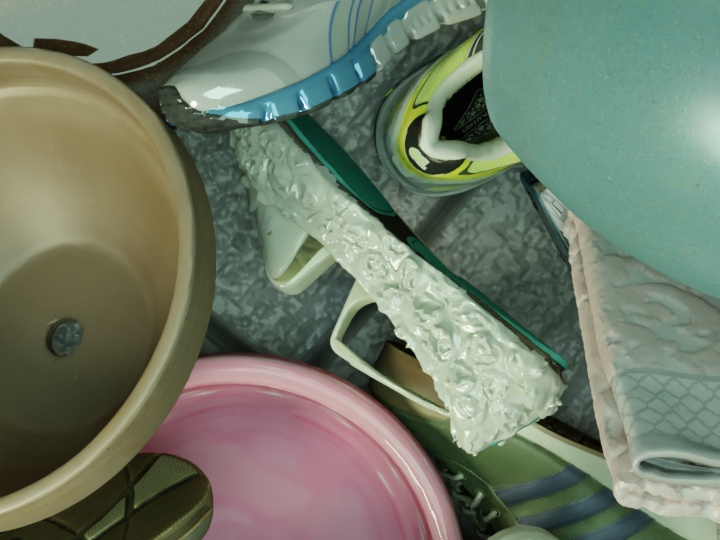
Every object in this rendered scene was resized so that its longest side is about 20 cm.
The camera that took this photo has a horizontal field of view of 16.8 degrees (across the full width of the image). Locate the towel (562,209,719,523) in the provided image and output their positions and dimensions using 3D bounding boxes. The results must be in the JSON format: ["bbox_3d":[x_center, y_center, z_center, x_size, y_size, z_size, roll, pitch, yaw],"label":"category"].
[{"bbox_3d":[0.185,0.037,0.955,0.199,0.191,0.032,9,123,-7],"label":"towel"}]

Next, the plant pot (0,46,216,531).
[{"bbox_3d":[-0.142,0.016,1.013,0.200,0.093,0.202,-6,71,19],"label":"plant pot"}]

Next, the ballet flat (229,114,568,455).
[{"bbox_3d":[0.000,0.000,1.024,0.200,0.072,0.072,44,94,16],"label":"ballet flat"}]

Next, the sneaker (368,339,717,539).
[{"bbox_3d":[0.080,0.114,1.077,0.200,0.067,0.090,27,93,-10],"label":"sneaker"}]

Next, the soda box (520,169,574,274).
[{"bbox_3d":[0.173,-0.059,1.060,0.200,0.064,0.069,-30,100,0],"label":"soda box"}]

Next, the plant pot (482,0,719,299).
[{"bbox_3d":[0.124,-0.089,0.933,0.134,0.200,0.201,10,99,20],"label":"plant pot"}]

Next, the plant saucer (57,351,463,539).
[{"bbox_3d":[-0.052,0.133,1.069,0.200,0.051,0.201,1,98,5],"label":"plant saucer"}]

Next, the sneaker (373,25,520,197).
[{"bbox_3d":[0.098,-0.094,1.042,0.200,0.076,0.075,-38,98,0],"label":"sneaker"}]

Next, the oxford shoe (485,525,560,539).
[{"bbox_3d":[0.069,0.180,1.058,0.075,0.058,0.200,-21,131,-8],"label":"oxford shoe"}]

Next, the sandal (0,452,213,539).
[{"bbox_3d":[-0.146,0.145,1.008,0.200,0.080,0.054,-28,131,-12],"label":"sandal"}]

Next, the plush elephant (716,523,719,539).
[{"bbox_3d":[0.225,0.123,1.018,0.154,0.200,0.165,-2,107,-22],"label":"plush elephant"}]

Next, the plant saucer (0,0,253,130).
[{"bbox_3d":[-0.116,-0.151,1.036,0.200,0.037,0.201,-1,98,-4],"label":"plant saucer"}]

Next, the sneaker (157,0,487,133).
[{"bbox_3d":[-0.010,-0.125,0.998,0.200,0.075,0.087,-35,115,-31],"label":"sneaker"}]
